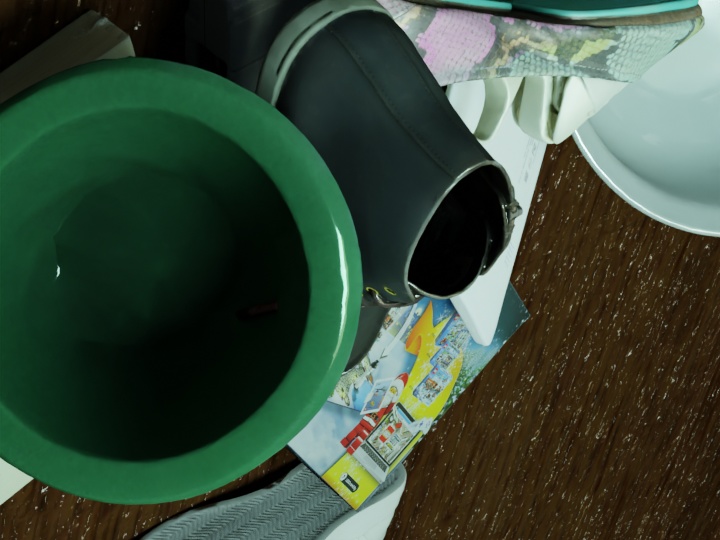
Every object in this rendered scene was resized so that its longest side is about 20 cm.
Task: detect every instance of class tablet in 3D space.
[{"bbox_3d":[0.068,-0.079,0.999,0.130,0.014,0.201,57,45,-58],"label":"tablet"}]

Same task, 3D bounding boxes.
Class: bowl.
[{"bbox_3d":[0.173,-0.122,1.039,0.200,0.090,0.202,-3,103,-15],"label":"bowl"}]

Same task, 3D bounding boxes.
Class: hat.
[{"bbox_3d":[-0.082,-0.007,0.870,0.200,0.166,0.176,-37,-173,16],"label":"hat"}]

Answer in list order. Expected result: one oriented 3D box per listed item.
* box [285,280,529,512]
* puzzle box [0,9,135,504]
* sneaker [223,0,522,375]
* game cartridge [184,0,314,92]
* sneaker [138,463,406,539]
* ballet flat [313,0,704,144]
[{"bbox_3d":[0.001,0.024,1.013,0.137,0.038,0.200,-49,151,-7],"label":"box"},{"bbox_3d":[-0.134,0.001,0.885,0.133,0.025,0.200,-38,146,-22],"label":"puzzle box"},{"bbox_3d":[0.000,0.000,0.836,0.075,0.106,0.200,-22,144,-23],"label":"sneaker"},{"bbox_3d":[-0.018,-0.076,0.952,0.133,0.040,0.201,-36,146,-32],"label":"game cartridge"},{"bbox_3d":[-0.056,0.177,1.125,0.200,0.074,0.116,-21,134,-43],"label":"sneaker"},{"bbox_3d":[0.063,-0.090,0.916,0.199,0.069,0.072,-4,104,-36],"label":"ballet flat"}]
